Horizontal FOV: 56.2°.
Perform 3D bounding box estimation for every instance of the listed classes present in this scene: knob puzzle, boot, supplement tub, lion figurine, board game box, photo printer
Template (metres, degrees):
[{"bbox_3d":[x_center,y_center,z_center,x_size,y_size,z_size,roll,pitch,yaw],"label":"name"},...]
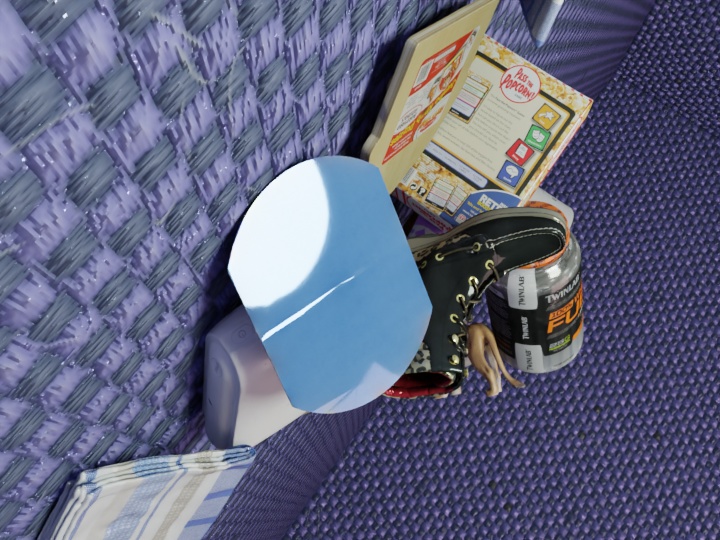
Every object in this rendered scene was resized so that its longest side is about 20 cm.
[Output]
[{"bbox_3d":[0.048,-0.155,0.642,0.221,0.030,0.220,-53,168,-16],"label":"knob puzzle"},{"bbox_3d":[0.102,0.032,0.632,0.074,0.199,0.157,52,31,-46],"label":"boot"},{"bbox_3d":[0.215,0.022,0.843,0.123,0.121,0.203,-48,139,-27],"label":"supplement tub"},{"bbox_3d":[0.136,0.106,0.908,0.071,0.126,0.198,-1,171,-39],"label":"lion figurine"},{"bbox_3d":[-0.027,0.012,0.554,0.157,0.204,0.039,-34,-160,-28],"label":"board game box"},{"bbox_3d":[0.135,-0.138,0.741,0.202,0.150,0.046,-53,166,-5],"label":"board game box"},{"bbox_3d":[-0.072,0.081,0.648,0.164,0.070,0.202,-29,155,-31],"label":"photo printer"}]

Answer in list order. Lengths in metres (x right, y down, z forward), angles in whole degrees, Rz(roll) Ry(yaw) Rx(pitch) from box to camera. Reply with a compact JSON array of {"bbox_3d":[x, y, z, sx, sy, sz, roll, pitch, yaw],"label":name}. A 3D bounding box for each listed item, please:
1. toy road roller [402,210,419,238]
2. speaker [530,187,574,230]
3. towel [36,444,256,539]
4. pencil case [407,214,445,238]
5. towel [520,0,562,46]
[{"bbox_3d":[0.073,0.003,0.911,0.202,0.122,0.146,-54,-158,-4],"label":"toy road roller"},{"bbox_3d":[0.180,-0.100,0.892,0.082,0.197,0.081,-57,-173,11],"label":"speaker"},{"bbox_3d":[-0.190,0.220,0.591,0.198,0.024,0.148,9,118,-56],"label":"towel"},{"bbox_3d":[0.074,0.015,0.786,0.083,0.085,0.204,27,88,-51],"label":"pencil case"},{"bbox_3d":[0.205,-0.329,0.627,0.149,0.023,0.203,-83,-168,-51],"label":"towel"}]
